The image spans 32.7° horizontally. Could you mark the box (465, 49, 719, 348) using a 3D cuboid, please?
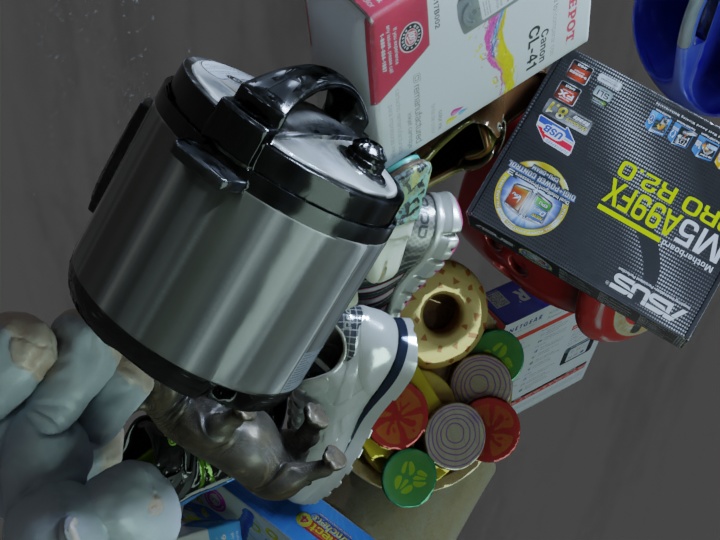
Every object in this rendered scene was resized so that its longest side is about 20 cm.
[{"bbox_3d":[0.207,-0.060,0.970,0.162,0.198,0.044,-57,167,-7],"label":"box"}]

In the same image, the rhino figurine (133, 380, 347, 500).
[{"bbox_3d":[-0.111,0.114,0.949,0.199,0.060,0.087,34,126,-20],"label":"rhino figurine"}]

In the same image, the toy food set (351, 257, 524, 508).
[{"bbox_3d":[0.058,0.105,1.113,0.199,0.199,0.049,-36,-169,-15],"label":"toy food set"}]

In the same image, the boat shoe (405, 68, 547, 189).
[{"bbox_3d":[0.084,-0.111,0.977,0.198,0.068,0.073,-31,144,-25],"label":"boat shoe"}]

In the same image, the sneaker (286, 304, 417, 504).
[{"bbox_3d":[-0.030,0.109,1.012,0.079,0.077,0.202,14,119,-27],"label":"sneaker"}]

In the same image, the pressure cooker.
[{"bbox_3d":[-0.068,-0.038,0.770,0.177,0.176,0.202,24,108,-27],"label":"pressure cooker"}]

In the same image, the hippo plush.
[{"bbox_3d":[-0.203,0.130,0.813,0.198,0.161,0.161,-13,130,-33],"label":"hippo plush"}]

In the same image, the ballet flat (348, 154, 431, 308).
[{"bbox_3d":[-0.008,-0.011,0.912,0.074,0.075,0.199,-7,160,-45],"label":"ballet flat"}]

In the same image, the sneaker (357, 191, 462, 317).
[{"bbox_3d":[0.000,0.000,1.009,0.086,0.075,0.200,15,137,-24],"label":"sneaker"}]

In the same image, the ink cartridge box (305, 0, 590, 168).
[{"bbox_3d":[0.064,-0.186,0.850,0.198,0.086,0.149,-32,147,-17],"label":"ink cartridge box"}]

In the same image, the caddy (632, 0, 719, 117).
[{"bbox_3d":[0.305,-0.228,1.036,0.104,0.141,0.202,-31,146,-30],"label":"caddy"}]

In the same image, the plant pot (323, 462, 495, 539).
[{"bbox_3d":[0.031,0.225,1.218,0.184,0.199,0.201,-49,151,-14],"label":"plant pot"}]

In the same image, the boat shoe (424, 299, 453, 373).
[{"bbox_3d":[0.035,0.084,1.165,0.200,0.072,0.062,-45,-168,-13],"label":"boat shoe"}]

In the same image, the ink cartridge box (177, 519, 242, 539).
[{"bbox_3d":[-0.204,0.258,1.016,0.115,0.069,0.198,-12,175,41],"label":"ink cartridge box"}]

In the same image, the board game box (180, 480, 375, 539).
[{"bbox_3d":[-0.076,0.278,1.113,0.056,0.199,0.198,-37,152,-45],"label":"board game box"}]

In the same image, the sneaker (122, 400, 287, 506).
[{"bbox_3d":[-0.141,0.145,1.007,0.198,0.071,0.083,-34,154,-12],"label":"sneaker"}]

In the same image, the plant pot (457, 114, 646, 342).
[{"bbox_3d":[0.211,-0.050,1.096,0.199,0.183,0.202,-28,145,-22],"label":"plant pot"}]

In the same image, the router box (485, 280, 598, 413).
[{"bbox_3d":[0.190,0.077,1.344,0.198,0.049,0.181,-21,141,-35],"label":"router box"}]
